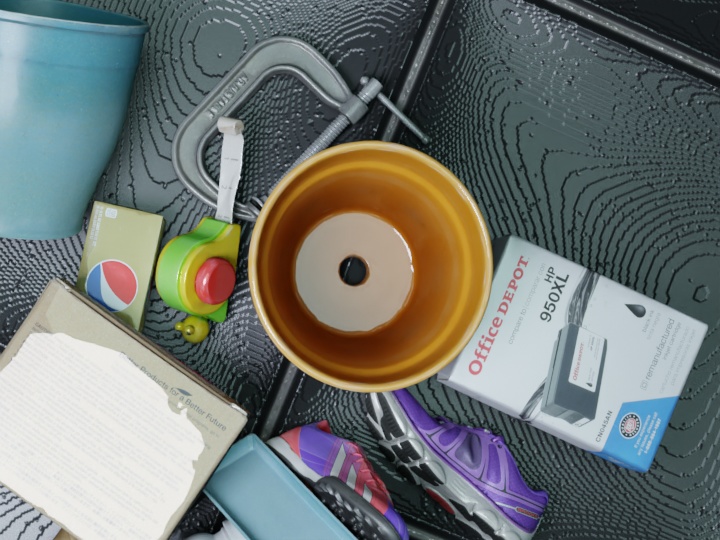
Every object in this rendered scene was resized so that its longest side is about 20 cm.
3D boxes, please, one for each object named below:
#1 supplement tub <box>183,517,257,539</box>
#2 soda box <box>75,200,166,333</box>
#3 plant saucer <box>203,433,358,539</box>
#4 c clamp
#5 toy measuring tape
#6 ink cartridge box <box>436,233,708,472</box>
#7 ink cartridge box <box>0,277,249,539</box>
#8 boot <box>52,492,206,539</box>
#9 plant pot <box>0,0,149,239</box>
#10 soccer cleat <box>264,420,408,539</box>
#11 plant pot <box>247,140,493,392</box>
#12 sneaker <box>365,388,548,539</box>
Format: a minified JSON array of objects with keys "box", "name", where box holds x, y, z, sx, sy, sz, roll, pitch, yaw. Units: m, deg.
[{"box":[-0.149,0.315,1.357,0.199,0.140,0.141,-35,91,-6],"name":"supplement tub"},{"box":[-0.222,0.045,1.396,0.063,0.068,0.202,12,87,-4],"name":"soda box"},{"box":[-0.065,0.209,1.317,0.070,0.200,0.019,-30,133,-20],"name":"plant saucer"},{"box":[-0.064,-0.119,1.437,0.200,0.027,0.171,-41,91,-5],"name":"c clamp"},{"box":[-0.141,-0.034,1.392,0.073,0.074,0.202,7,100,-5],"name":"toy measuring tape"},{"box":[0.186,0.073,1.426,0.199,0.084,0.146,24,86,-4],"name":"ink cartridge box"},{"box":[-0.215,0.130,1.320,0.199,0.075,0.165,35,87,1],"name":"ink cartridge box"},{"box":[-0.234,0.220,1.398,0.199,0.074,0.076,-34,73,-10],"name":"boot"},{"box":[-0.289,-0.130,1.341,0.198,0.200,0.190,9,101,-5],"name":"plant pot"},{"box":[-0.010,0.181,1.356,0.073,0.200,0.069,-29,120,-23],"name":"soccer cleat"},{"box":[0.000,0.000,1.361,0.198,0.183,0.202,0,88,-6],"name":"plant pot"},{"box":[0.086,0.164,1.430,0.200,0.081,0.084,44,68,-10],"name":"sneaker"}]
